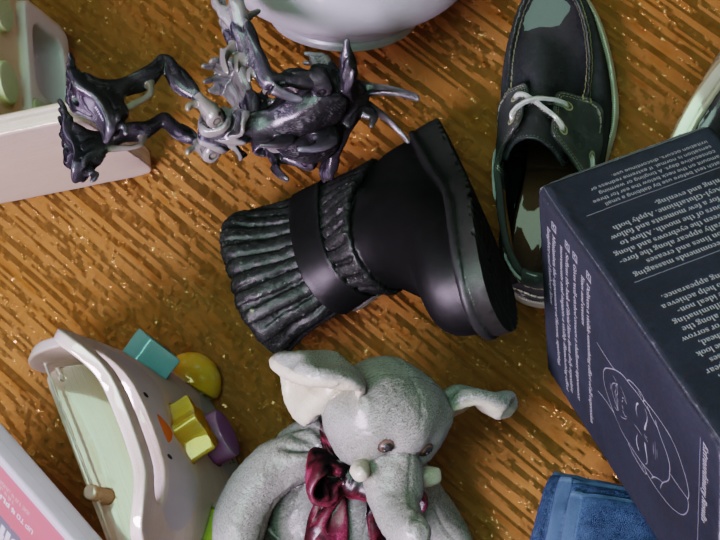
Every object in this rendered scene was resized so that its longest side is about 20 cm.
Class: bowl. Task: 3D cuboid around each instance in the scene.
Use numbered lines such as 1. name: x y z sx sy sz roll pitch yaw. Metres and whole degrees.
1. bowl: -0.010 -0.196 1.057 0.199 0.091 0.202 2 37 -1

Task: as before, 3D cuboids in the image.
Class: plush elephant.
1. plush elephant: 0.004 0.117 0.972 0.163 0.155 0.201 4 62 -23

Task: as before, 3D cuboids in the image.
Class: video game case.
1. video game case: -0.213 0.182 1.030 0.143 0.017 0.201 44 136 18

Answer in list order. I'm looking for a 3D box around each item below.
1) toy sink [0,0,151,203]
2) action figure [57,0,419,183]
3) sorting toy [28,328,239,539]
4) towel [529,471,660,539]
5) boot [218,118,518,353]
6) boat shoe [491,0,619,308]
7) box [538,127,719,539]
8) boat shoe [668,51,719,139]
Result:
1. toy sink: -0.249 -0.113 1.105 0.198 0.130 0.113 -10 77 13
2. action figure: -0.071 -0.105 0.991 0.198 0.119 0.103 -6 59 -16
3. sorting toy: -0.127 0.107 0.999 0.106 0.180 0.201 -24 74 0
4. towel: 0.186 0.175 0.926 0.198 0.049 0.112 9 55 15
5. boot: 0.001 0.002 1.003 0.157 0.211 0.080 -25 115 5
6. boat shoe: 0.115 -0.082 1.038 0.071 0.068 0.202 2 79 16
7. box: 0.183 0.052 0.903 0.106 0.149 0.201 -19 47 -10
8. boat shoe: 0.237 -0.101 1.008 0.065 0.072 0.201 30 82 22
